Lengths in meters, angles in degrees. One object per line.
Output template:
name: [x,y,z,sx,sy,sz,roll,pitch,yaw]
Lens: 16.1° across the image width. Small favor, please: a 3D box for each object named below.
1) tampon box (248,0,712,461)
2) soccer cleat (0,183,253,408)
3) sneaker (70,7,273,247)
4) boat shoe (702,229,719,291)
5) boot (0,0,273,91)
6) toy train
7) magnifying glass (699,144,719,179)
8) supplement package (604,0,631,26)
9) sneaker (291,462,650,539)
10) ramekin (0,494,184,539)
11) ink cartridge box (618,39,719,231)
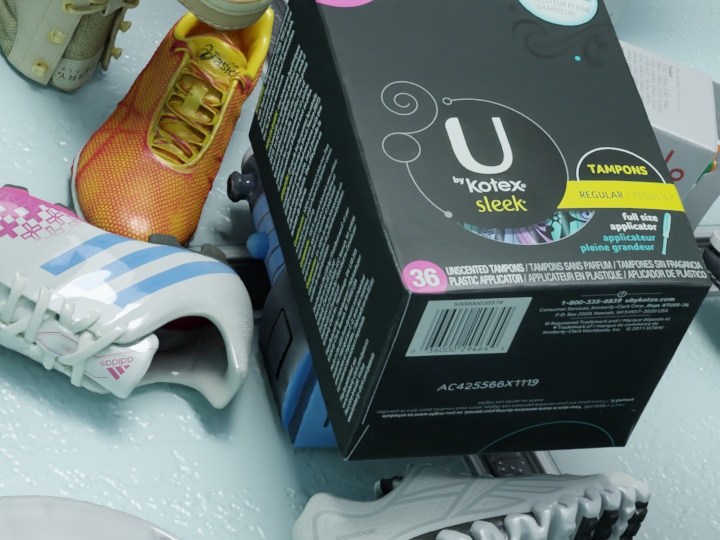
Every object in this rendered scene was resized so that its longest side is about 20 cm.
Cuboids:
tampon box: [0.049,-0.031,1.179,0.149,0.126,0.200,-2,52,-20]
soccer cleat: [-0.139,0.014,1.183,0.199,0.070,0.087,11,43,-23]
sneaker: [-0.096,-0.079,1.304,0.073,0.077,0.200,25,41,-9]
boat shoe: [0.253,0.060,1.392,0.200,0.060,0.074,44,22,14]
boot: [-0.121,-0.148,1.295,0.073,0.156,0.200,-13,49,-39]
toy train: [0.000,0.000,1.278,0.114,0.087,0.200,2,47,-22]
magnifying glass: [0.187,-0.070,1.519,0.199,0.022,0.080,12,43,-19]
supplement package: [0.131,-0.255,1.533,0.117,0.200,0.118,6,45,-27]
sneaker: [0.056,0.120,1.199,0.200,0.075,0.081,-10,45,-39]
ramekin: [-0.120,0.193,0.988,0.202,0.094,0.203,17,41,-15]
ink cartridge box: [0.117,-0.066,1.392,0.199,0.116,0.068,19,41,-12]
